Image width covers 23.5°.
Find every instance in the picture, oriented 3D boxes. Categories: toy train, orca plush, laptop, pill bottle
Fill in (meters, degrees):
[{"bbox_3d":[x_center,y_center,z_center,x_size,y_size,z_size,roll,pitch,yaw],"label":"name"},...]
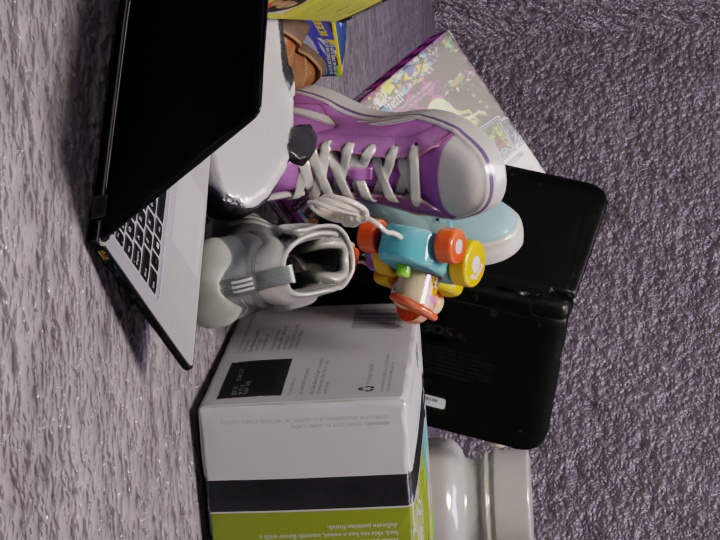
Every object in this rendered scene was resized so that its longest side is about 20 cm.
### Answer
[{"bbox_3d":[0.000,0.000,1.149,0.200,0.150,0.056,154,-50,-77],"label":"toy train"},{"bbox_3d":[-0.092,-0.110,1.098,0.105,0.071,0.200,9,59,-39],"label":"orca plush"},{"bbox_3d":[-0.068,-0.083,0.895,0.200,0.116,0.188,63,24,-52],"label":"laptop"},{"bbox_3d":[0.040,0.195,1.424,0.114,0.200,0.115,-3,90,-83],"label":"pill bottle"}]

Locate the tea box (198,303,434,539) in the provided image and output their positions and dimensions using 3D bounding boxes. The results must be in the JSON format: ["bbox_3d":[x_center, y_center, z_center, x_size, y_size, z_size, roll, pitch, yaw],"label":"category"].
[{"bbox_3d":[-0.022,0.145,1.168,0.200,0.133,0.197,-75,162,-73],"label":"tea box"}]

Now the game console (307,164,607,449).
[{"bbox_3d":[0.064,0.015,1.282,0.116,0.200,0.176,-42,143,-64],"label":"game console"}]

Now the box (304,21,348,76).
[{"bbox_3d":[-0.055,-0.243,1.331,0.200,0.070,0.064,80,11,-47],"label":"box"}]

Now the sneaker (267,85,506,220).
[{"bbox_3d":[-0.009,-0.063,1.134,0.114,0.200,0.073,-27,122,-44],"label":"sneaker"}]

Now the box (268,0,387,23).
[{"bbox_3d":[-0.050,-0.198,1.080,0.200,0.050,0.075,-11,80,-62],"label":"box"}]

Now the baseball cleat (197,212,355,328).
[{"bbox_3d":[-0.053,-0.002,1.071,0.200,0.106,0.070,-75,157,-77],"label":"baseball cleat"}]

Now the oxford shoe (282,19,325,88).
[{"bbox_3d":[-0.073,-0.146,1.247,0.071,0.071,0.200,-63,174,-1],"label":"oxford shoe"}]

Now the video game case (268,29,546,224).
[{"bbox_3d":[0.043,-0.058,1.362,0.181,0.200,0.036,54,-19,-14],"label":"video game case"}]

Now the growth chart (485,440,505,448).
[{"bbox_3d":[0.024,0.105,1.396,0.200,0.145,0.018,6,-107,59],"label":"growth chart"}]

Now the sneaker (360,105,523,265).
[{"bbox_3d":[0.026,-0.070,1.233,0.074,0.200,0.082,-50,153,-33],"label":"sneaker"}]
